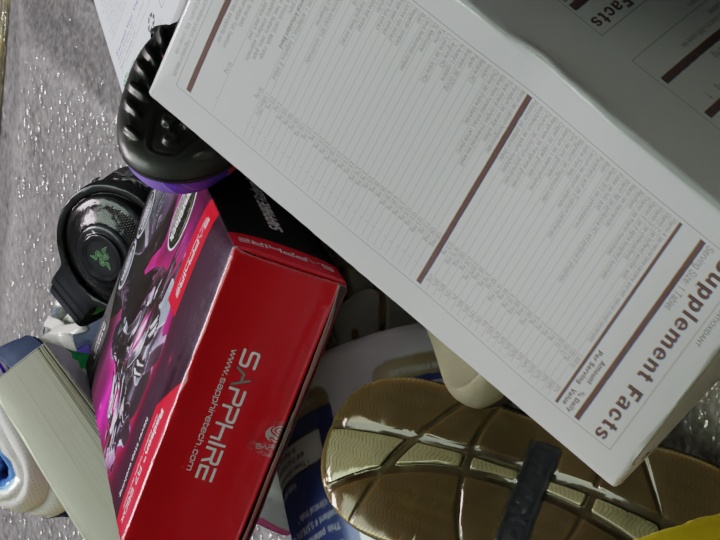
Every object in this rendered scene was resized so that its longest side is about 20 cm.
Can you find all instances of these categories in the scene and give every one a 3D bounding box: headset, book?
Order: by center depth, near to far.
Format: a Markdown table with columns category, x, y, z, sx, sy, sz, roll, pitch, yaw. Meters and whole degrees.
| category | x | y | z | sx | sy | sz | roll | pitch | yaw |
| --- | --- | --- | --- | --- | --- | --- | --- | --- | --- |
| book | -0.082 | 0.127 | 0.999 | 0.200 | 0.048 | 0.134 | 53 | -175 | 10 |
| headset | -0.096 | -0.044 | 1.056 | 0.094 | 0.123 | 0.200 | 50 | 150 | 1 |

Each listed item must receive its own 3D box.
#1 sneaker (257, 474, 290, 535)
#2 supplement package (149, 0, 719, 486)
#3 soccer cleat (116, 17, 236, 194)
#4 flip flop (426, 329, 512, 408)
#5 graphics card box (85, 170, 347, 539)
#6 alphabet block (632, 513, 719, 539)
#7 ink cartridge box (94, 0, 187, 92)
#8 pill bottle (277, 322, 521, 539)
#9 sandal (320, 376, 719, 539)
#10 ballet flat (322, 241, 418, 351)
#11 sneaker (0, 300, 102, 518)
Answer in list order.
| category | x | y | z | sx | sy | sz | roll | pitch | yaw |
| --- | --- | --- | --- | --- | --- | --- | --- | --- | --- |
| sneaker | -0.048 | 0.042 | 1.036 | 0.088 | 0.081 | 0.200 | -58 | 25 | 14 |
| supplement package | 0.053 | -0.052 | 0.689 | 0.200 | 0.109 | 0.114 | 41 | 133 | 11 |
| soccer cleat | -0.049 | -0.083 | 0.911 | 0.200 | 0.068 | 0.073 | -69 | -9 | -49 |
| flip flop | 0.013 | -0.034 | 0.790 | 0.081 | 0.057 | 0.200 | 115 | 147 | -43 |
| graphics card box | -0.064 | 0.024 | 0.885 | 0.200 | 0.051 | 0.126 | -118 | 48 | -70 |
| alphabet block | 0.100 | 0.206 | 0.589 | 0.195 | 0.196 | 0.201 | 27 | 117 | 42 |
| ink cartridge box | -0.092 | -0.207 | 1.098 | 0.200 | 0.043 | 0.197 | -110 | 34 | -40 |
| pill bottle | 0.035 | 0.130 | 0.839 | 0.111 | 0.111 | 0.201 | -46 | 52 | 55 |
| sandal | 0.078 | 0.094 | 0.763 | 0.200 | 0.054 | 0.081 | 22 | 81 | 28 |
| ballet flat | 0.000 | 0.000 | 0.953 | 0.071 | 0.070 | 0.201 | -46 | 51 | 55 |
| sneaker | -0.156 | 0.033 | 1.168 | 0.081 | 0.146 | 0.201 | 6 | 98 | 63 |
